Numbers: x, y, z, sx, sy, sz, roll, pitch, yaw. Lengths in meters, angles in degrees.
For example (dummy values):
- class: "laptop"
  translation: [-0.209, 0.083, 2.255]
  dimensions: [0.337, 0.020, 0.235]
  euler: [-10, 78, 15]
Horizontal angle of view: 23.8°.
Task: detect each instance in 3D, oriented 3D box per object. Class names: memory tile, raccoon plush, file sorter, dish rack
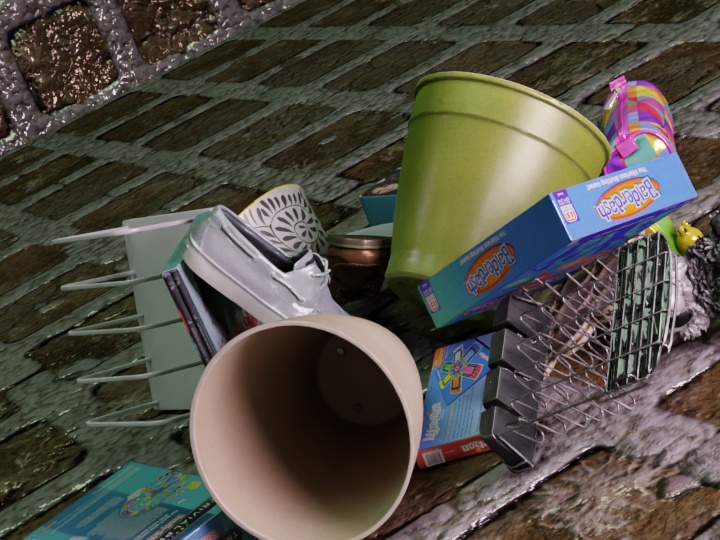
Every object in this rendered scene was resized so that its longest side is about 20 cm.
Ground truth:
- class: "memory tile"
  translation: [0.193, 0.022, 1.485]
  dimensions: [0.153, 0.017, 0.200]
  euler: [-45, 10, 26]
- class: "raccoon plush"
  translation: [0.325, 0.015, 1.454]
  dimensions: [0.199, 0.098, 0.134]
  euler: [6, -23, -34]
- class: "file sorter"
  translation: [-0.213, 0.051, 1.700]
  dimensions: [0.138, 0.202, 0.124]
  euler: [-5, 6, 43]
- class: "dish rack"
  translation: [0.175, 0.059, 1.331]
  dimensions: [0.199, 0.054, 0.154]
  euler: [-28, 41, 43]

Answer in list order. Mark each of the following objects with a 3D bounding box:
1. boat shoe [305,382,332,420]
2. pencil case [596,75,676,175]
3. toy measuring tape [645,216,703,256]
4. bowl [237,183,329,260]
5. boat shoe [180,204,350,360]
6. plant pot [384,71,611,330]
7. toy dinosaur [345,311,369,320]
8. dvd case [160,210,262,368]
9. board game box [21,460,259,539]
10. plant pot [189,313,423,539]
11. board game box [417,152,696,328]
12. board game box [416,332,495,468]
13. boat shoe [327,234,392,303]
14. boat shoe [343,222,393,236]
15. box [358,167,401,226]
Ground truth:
- class: "boat shoe"
  translation: [-0.032, 0.108, 1.583]
  dimensions: [0.064, 0.075, 0.202]
  euler: [-10, 14, 33]
- class: "pencil case"
  translation: [0.301, -0.145, 1.864]
  dimensions: [0.088, 0.089, 0.200]
  euler: [-19, 20, 12]
- class: "toy measuring tape"
  translation: [0.231, -0.022, 1.628]
  dimensions: [0.199, 0.074, 0.074]
  euler: [-11, 22, 32]
- class: "bowl"
  translation: [-0.091, 0.016, 1.812]
  dimensions: [0.201, 0.094, 0.201]
  euler: [-47, -18, -19]
- class: "boat shoe"
  translation: [-0.065, 0.012, 1.547]
  dimensions: [0.072, 0.200, 0.070]
  euler: [-53, 11, 17]
- class: "plant pot"
  translation: [0.112, -0.054, 1.616]
  dimensions: [0.200, 0.200, 0.194]
  euler: [3, 67, 52]
- class: "toy dinosaur"
  translation: [-0.064, 0.041, 1.713]
  dimensions: [0.199, 0.107, 0.060]
  euler: [26, 25, 4]
- class: "dvd case"
  translation: [-0.124, 0.058, 1.621]
  dimensions: [0.022, 0.201, 0.146]
  euler: [-17, 19, 16]
- class: "board game box"
  translation: [-0.193, 0.233, 1.464]
  dimensions: [0.151, 0.047, 0.199]
  euler: [-35, 22, -32]
- class: "plant pot"
  translation: [-0.021, 0.113, 1.432]
  dimensions: [0.186, 0.189, 0.200]
  euler: [-16, 6, 18]
- class: "board game box"
  translation: [0.161, -0.023, 1.420]
  dimensions: [0.151, 0.045, 0.200]
  euler: [-19, -11, -35]
- class: "board game box"
  translation: [0.106, 0.106, 1.504]
  dimensions: [0.102, 0.020, 0.200]
  euler: [-16, 20, 15]
- class: "boat shoe"
  translation: [0.000, 0.000, 1.699]
  dimensions: [0.071, 0.069, 0.200]
  euler: [5, -2, 1]
- class: "boat shoe"
  translation: [0.064, -0.026, 1.850]
  dimensions: [0.198, 0.057, 0.069]
  euler: [-13, -10, -18]
- class: "box"
  translation: [0.097, -0.088, 1.997]
  dimensions: [0.199, 0.049, 0.082]
  euler: [-1, 28, 48]
